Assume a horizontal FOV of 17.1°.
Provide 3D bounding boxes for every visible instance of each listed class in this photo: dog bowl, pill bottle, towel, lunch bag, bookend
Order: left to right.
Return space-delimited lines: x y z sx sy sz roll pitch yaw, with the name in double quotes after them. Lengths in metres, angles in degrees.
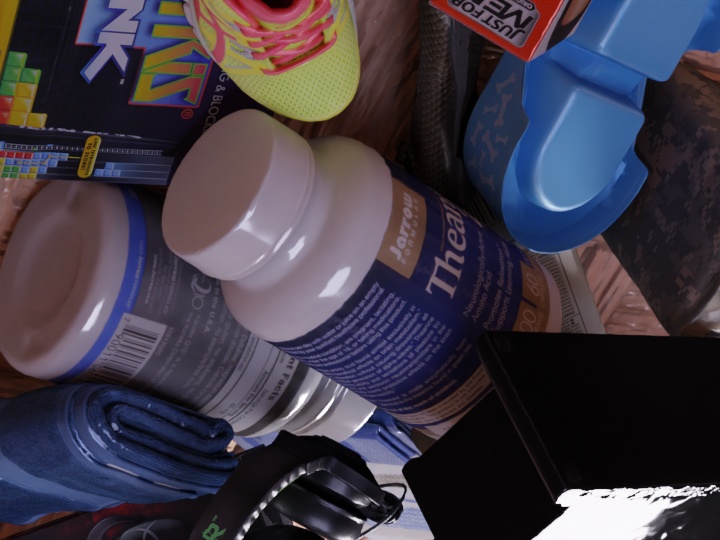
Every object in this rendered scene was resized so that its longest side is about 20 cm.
-0.167 0.100 1.293 0.112 0.049 0.200 23 158 -40 "towel"
-0.086 0.026 1.295 0.200 0.114 0.114 19 121 -35 "pill bottle"
0.000 0.000 1.221 0.200 0.111 0.111 32 113 -34 "pill bottle"
0.019 0.129 1.444 0.147 0.024 0.200 0 151 41 "towel"
0.088 0.126 1.229 0.198 0.092 0.200 2 141 -45 "bookend"
0.125 -0.107 1.271 0.111 0.050 0.200 17 106 -48 "dog bowl"
0.240 -0.018 1.356 0.200 0.164 0.118 16 118 -32 "lunch bag"

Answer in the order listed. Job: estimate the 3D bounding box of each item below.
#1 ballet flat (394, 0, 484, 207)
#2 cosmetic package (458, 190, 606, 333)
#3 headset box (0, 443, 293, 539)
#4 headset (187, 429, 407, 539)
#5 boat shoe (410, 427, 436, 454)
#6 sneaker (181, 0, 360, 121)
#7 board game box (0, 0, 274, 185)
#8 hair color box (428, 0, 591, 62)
0.041 -0.116 1.265 0.046 0.067 0.200 16 137 18 "ballet flat"
0.087 0.035 1.405 0.103 0.073 0.200 -24 136 -1 "cosmetic package"
-0.128 0.205 1.394 0.200 0.149 0.077 -20 178 9 "headset box"
-0.042 0.137 1.286 0.200 0.094 0.124 -8 122 -57 "headset"
0.128 0.081 1.362 0.200 0.072 0.068 4 120 -34 "boat shoe"
-0.044 -0.130 1.109 0.078 0.090 0.200 -28 137 0 "sneaker"
-0.110 -0.135 1.178 0.165 0.057 0.200 2 129 -23 "board game box"
0.114 -0.204 1.138 0.061 0.102 0.200 32 112 8 "hair color box"
